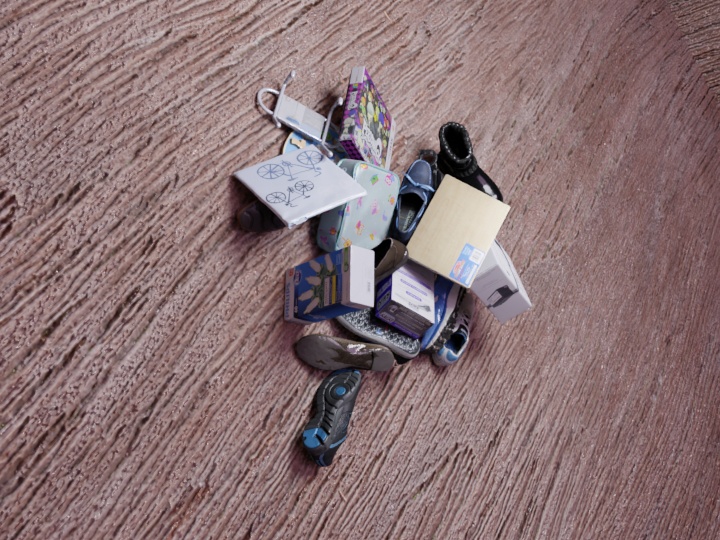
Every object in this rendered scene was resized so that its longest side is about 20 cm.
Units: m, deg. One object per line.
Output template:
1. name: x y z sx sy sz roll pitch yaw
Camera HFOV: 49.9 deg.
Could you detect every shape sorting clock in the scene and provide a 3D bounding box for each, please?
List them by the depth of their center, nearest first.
1. shape sorting clock: -0.075 -0.205 1.582 0.198 0.039 0.204 14 69 -39

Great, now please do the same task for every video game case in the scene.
1. video game case: 0.018 -0.293 1.636 0.200 0.035 0.184 51 42 -54

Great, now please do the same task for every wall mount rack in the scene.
1. wall mount rack: -0.109 -0.297 1.523 0.198 0.074 0.176 26 52 -20

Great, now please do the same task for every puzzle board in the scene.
1. puzzle board: 0.194 -0.079 1.563 0.149 0.017 0.202 27 72 7

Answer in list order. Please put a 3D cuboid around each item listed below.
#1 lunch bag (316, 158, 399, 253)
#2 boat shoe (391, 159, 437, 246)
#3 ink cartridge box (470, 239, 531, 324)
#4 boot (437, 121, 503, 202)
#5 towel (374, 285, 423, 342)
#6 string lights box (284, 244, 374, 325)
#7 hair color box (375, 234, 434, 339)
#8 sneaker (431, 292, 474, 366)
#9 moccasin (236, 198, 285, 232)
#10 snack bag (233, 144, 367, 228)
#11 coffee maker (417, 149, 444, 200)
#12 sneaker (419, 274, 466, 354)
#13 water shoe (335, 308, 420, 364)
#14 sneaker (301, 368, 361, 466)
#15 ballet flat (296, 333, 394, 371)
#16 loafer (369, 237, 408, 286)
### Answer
1. lunch bag: -0.001 -0.114 1.563 0.159 0.076 0.203 10 96 -47
2. boat shoe: 0.115 -0.145 1.595 0.083 0.069 0.203 9 67 2
3. ink cartridge box: 0.274 -0.002 1.655 0.200 0.083 0.147 43 23 -47
4. boot: 0.250 -0.229 1.766 0.079 0.158 0.211 -43 79 -11
5. towel: 0.086 0.068 1.665 0.198 0.023 0.146 28 61 -33
6. string lights box: -0.059 0.031 1.422 0.058 0.199 0.105 14 68 -38
7. hair color box: 0.092 0.028 1.580 0.108 0.065 0.202 30 37 -21
8. sneaker: 0.222 0.130 1.737 0.072 0.072 0.201 44 52 -21
9. moccasin: -0.149 -0.130 1.474 0.200 0.077 0.075 -33 117 -26
10. snack bag: -0.108 -0.159 1.438 0.187 0.200 0.022 -25 138 -30
11. coffee maker: 0.197 -0.136 1.729 0.199 0.134 0.195 30 78 -43
12. sneaker: 0.164 0.084 1.671 0.203 0.088 0.079 -68 156 -12
13. water shoe: 0.022 0.129 1.560 0.198 0.079 0.072 32 52 -2
14. sneaker: -0.051 0.274 1.467 0.201 0.072 0.083 -60 145 -38
15. ballet flat: -0.030 0.158 1.495 0.197 0.046 0.069 8 104 -16
16. loafer: 0.000 0.000 1.513 0.199 0.073 0.071 -40 140 -1
